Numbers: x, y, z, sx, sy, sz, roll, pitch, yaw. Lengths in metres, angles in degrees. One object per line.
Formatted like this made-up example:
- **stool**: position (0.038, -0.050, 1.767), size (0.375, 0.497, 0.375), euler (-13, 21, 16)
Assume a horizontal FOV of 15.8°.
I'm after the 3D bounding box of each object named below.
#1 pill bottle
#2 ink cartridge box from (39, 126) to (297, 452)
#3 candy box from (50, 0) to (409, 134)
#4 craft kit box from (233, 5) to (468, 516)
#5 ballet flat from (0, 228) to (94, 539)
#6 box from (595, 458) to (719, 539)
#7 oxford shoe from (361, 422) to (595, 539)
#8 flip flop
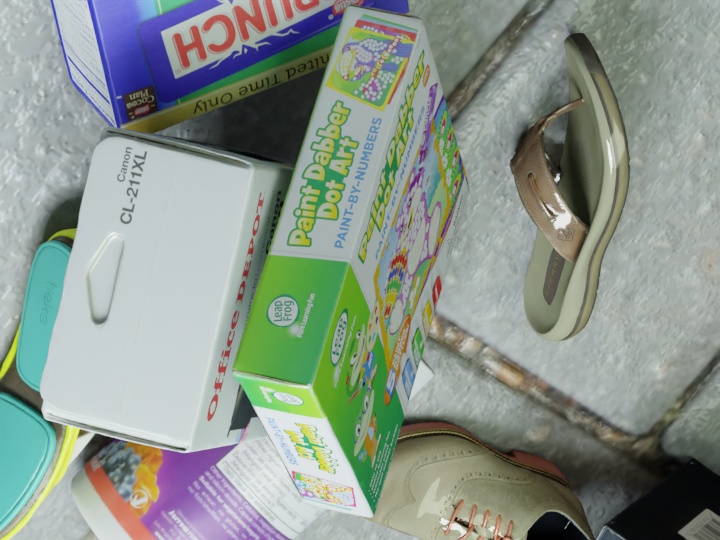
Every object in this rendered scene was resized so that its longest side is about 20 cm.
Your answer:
- **pill bottle**: position (-0.058, 0.095, 1.471), size (0.200, 0.111, 0.111), euler (-42, 134, 0)
- **ink cartridge box**: position (-0.077, 0.011, 1.319), size (0.200, 0.082, 0.147), euler (0, 104, -76)
- **candy box**: position (-0.074, -0.184, 1.279), size (0.168, 0.077, 0.201), euler (-23, 133, -16)
- **craft kit box**: position (0.000, 0.000, 1.323), size (0.198, 0.048, 0.201), euler (63, 41, -64)
- **ballet flat**: position (-0.167, 0.066, 1.418), size (0.067, 0.067, 0.201), euler (-9, 128, -54)
- **box**: position (0.190, 0.253, 1.684), size (0.199, 0.123, 0.200), euler (-61, 163, 20)
- **oxford shoe**: position (0.071, 0.146, 1.615), size (0.199, 0.075, 0.071), euler (10, 116, -37)
- **flip flop**: position (0.113, -0.044, 1.513), size (0.057, 0.081, 0.201), euler (-1, 129, -15)
